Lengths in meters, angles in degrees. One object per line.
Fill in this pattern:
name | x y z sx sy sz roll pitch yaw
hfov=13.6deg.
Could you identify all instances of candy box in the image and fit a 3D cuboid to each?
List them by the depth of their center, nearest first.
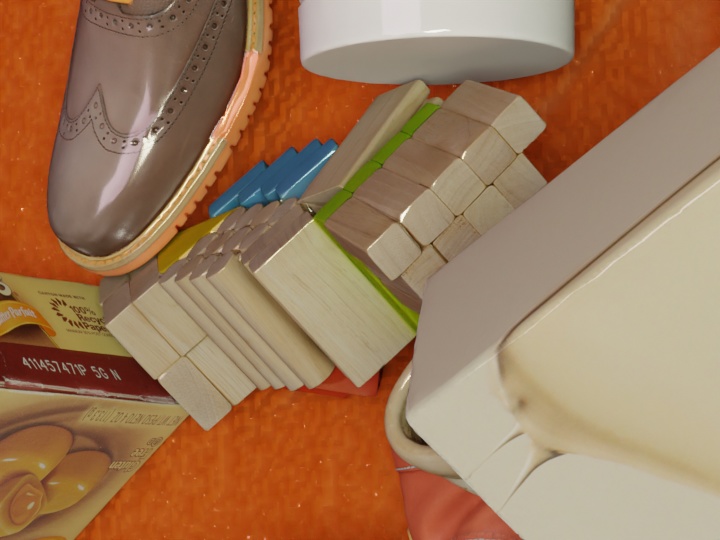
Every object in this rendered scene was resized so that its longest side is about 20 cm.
candy box | -0.155 0.087 0.922 0.200 0.115 0.055 -48 64 18

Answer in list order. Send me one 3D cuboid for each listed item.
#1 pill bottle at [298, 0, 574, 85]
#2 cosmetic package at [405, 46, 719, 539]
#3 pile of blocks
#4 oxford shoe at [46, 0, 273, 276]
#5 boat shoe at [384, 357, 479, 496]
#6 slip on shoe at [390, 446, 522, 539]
pill bottle | 0.018 -0.157 0.845 0.112 0.112 0.202 -5 83 30
cosmetic package | 0.116 -0.007 0.660 0.200 0.073 0.104 -40 106 22
pile of blocks | 0.000 0.000 0.865 0.200 0.062 0.082 -15 32 55
oxford shoe | -0.066 -0.100 0.904 0.071 0.073 0.201 13 88 41
boat shoe | 0.090 -0.006 0.735 0.200 0.065 0.072 -38 54 26
slip on shoe | 0.094 0.062 0.806 0.199 0.074 0.062 0 90 36
